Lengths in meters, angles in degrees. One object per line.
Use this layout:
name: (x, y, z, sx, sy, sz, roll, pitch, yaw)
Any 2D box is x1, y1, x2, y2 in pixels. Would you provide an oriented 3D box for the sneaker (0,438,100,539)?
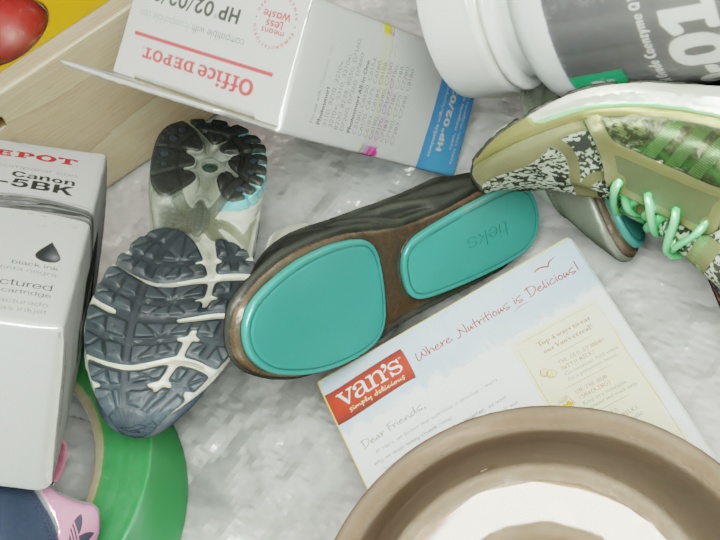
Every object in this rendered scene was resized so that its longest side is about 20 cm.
sneaker: (-0.188, 0.086, 0.812, 0.081, 0.071, 0.200, -9, 35, -25)

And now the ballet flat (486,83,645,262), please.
ballet flat: (0.092, -0.086, 0.858, 0.063, 0.067, 0.202, -23, 64, 24)

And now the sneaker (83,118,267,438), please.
sneaker: (-0.084, 0.016, 0.848, 0.077, 0.087, 0.201, 10, 43, 5)

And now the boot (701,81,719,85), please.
boot: (0.216, -0.125, 0.855, 0.198, 0.075, 0.098, -3, 73, 19)

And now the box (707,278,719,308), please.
box: (0.231, 0.005, 0.754, 0.135, 0.038, 0.201, -21, 49, 8)

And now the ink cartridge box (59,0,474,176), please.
ink cartridge box: (-0.040, -0.105, 0.850, 0.114, 0.199, 0.069, 20, 97, 34)

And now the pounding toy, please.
pounding toy: (-0.196, -0.161, 1.002, 0.183, 0.143, 0.200, -34, 49, -4)

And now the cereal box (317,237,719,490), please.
cereal box: (0.079, 0.093, 0.753, 0.143, 0.040, 0.201, -29, 48, 2)

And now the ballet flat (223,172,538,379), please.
ballet flat: (0.000, 0.000, 0.813, 0.199, 0.069, 0.068, -21, 25, -38)

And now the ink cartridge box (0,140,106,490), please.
ink cartridge box: (-0.201, 0.008, 0.791, 0.145, 0.084, 0.200, 7, 25, -7)

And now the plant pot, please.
plant pot: (0.069, 0.138, 0.594, 0.198, 0.175, 0.203, -2, 76, 7)

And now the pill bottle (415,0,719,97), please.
pill bottle: (0.131, -0.138, 0.752, 0.198, 0.113, 0.114, -6, 52, 29)

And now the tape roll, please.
tape roll: (-0.185, 0.120, 0.845, 0.198, 0.048, 0.202, -12, 51, 15)

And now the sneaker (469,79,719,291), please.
sneaker: (0.145, -0.034, 0.746, 0.198, 0.077, 0.090, -3, 78, 16)
